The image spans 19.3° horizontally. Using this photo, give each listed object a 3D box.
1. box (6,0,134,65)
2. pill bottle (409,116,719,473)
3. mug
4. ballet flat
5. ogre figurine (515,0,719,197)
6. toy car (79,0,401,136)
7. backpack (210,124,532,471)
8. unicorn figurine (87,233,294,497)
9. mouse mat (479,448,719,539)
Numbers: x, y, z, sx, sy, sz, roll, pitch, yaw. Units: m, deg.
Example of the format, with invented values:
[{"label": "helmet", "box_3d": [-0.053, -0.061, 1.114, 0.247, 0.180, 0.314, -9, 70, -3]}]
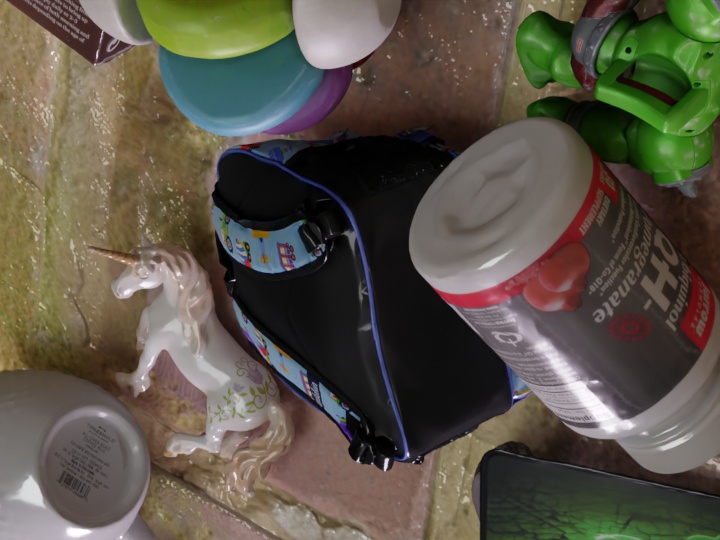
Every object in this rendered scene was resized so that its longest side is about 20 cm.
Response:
[{"label": "box", "box_3d": [-0.156, -0.236, 1.274, 0.100, 0.075, 0.200, 37, 136, 17]}, {"label": "pill bottle", "box_3d": [0.126, 0.020, 1.139, 0.111, 0.111, 0.200, -12, 134, 44]}, {"label": "mug", "box_3d": [-0.216, 0.160, 1.514, 0.200, 0.148, 0.175, 49, 149, -20]}, {"label": "ballet flat", "box_3d": [0.104, 0.189, 1.354, 0.067, 0.046, 0.200, 5, 126, 21]}, {"label": "ogre figurine", "box_3d": [0.141, -0.118, 1.084, 0.120, 0.098, 0.200, 40, 125, 29]}, {"label": "toy car", "box_3d": [-0.048, -0.149, 1.152, 0.175, 0.200, 0.150, 9, 127, 19]}, {"label": "backpack", "box_3d": [0.000, 0.000, 1.248, 0.200, 0.134, 0.183, 26, 134, 57]}, {"label": "unicorn figurine", "box_3d": [-0.118, 0.056, 1.439, 0.200, 0.074, 0.137, 38, 137, -8]}, {"label": "mouse mat", "box_3d": [0.166, 0.189, 1.287, 0.200, 0.008, 0.161, 10, 125, 18]}]
